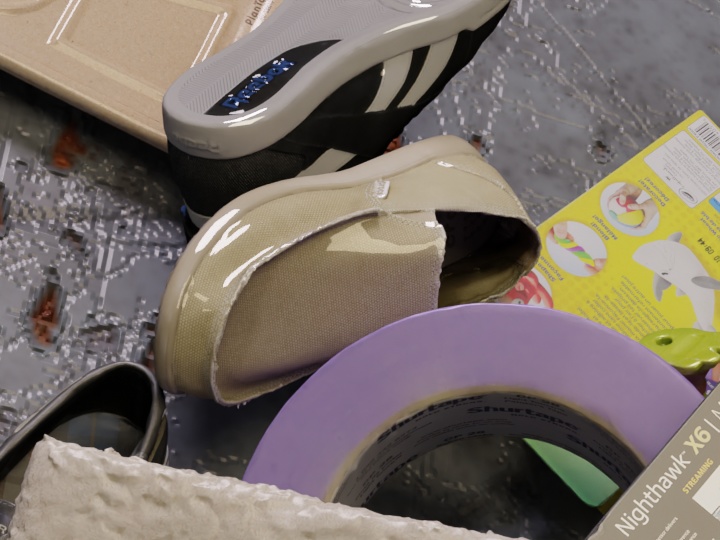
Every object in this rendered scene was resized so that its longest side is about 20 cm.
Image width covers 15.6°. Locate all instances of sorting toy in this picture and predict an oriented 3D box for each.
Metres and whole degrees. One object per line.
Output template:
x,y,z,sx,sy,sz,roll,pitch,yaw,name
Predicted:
-0.118,-0.146,1.189,0.200,0.037,0.185,24,51,-1,sorting toy

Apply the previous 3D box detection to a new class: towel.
-0.037,0.141,0.930,0.199,0.034,0.133,12,74,6,towel

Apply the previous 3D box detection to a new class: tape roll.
0.051,0.118,0.991,0.199,0.085,0.201,-1,76,4,tape roll

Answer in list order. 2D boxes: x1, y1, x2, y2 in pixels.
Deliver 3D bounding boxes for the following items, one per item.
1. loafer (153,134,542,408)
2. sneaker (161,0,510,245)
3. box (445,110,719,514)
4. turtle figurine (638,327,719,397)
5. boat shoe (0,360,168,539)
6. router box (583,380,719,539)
0.000,0.000,1.055,0.068,0.076,0.200,26,40,34,loafer
-0.009,-0.061,1.131,0.073,0.112,0.200,25,43,34,sneaker
0.123,0.022,1.167,0.117,0.048,0.200,48,51,11,box
0.172,0.090,1.103,0.200,0.064,0.162,-18,110,-19,turtle figurine
-0.136,0.106,0.982,0.069,0.057,0.200,27,46,12,boat shoe
0.171,0.104,0.911,0.157,0.052,0.200,41,68,8,router box
